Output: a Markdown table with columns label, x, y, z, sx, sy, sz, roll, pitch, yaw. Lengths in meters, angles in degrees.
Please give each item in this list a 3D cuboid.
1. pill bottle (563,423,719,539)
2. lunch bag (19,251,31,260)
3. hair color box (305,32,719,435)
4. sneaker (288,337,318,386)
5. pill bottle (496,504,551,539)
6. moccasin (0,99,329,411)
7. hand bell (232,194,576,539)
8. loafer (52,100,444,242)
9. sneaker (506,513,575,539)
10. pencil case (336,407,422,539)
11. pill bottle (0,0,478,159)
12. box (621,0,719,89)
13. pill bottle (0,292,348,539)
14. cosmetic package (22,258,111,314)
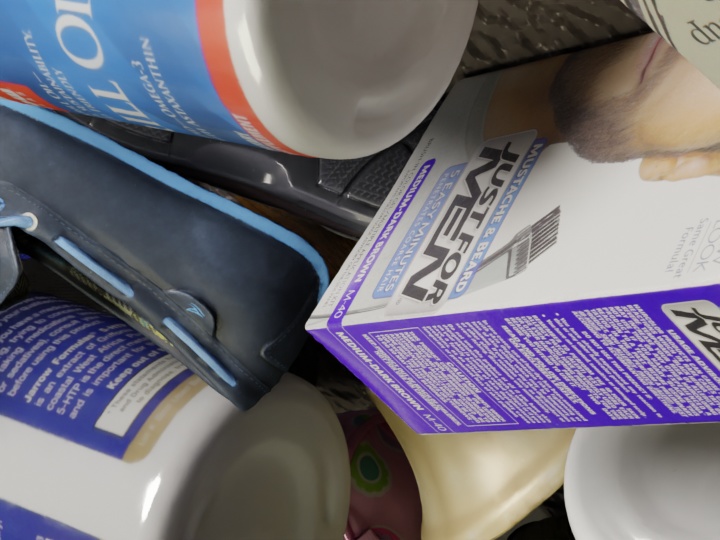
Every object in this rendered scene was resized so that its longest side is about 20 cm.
| label | x | y | z | sx | sy | sz | roll | pitch | yaw |
| --- | --- | --- | --- | --- | --- | --- | --- | --- | --- |
| pill bottle | 0.152 | 0.120 | 0.892 | 0.110 | 0.112 | 0.200 | 15 | 152 | 32 |
| lunch bag | -0.218 | -0.081 | 0.928 | 0.169 | 0.124 | 0.200 | -1 | 134 | 48 |
| hair color box | 0.080 | -0.013 | 0.718 | 0.065 | 0.110 | 0.199 | 44 | 153 | -25 |
| sneaker | -0.100 | 0.024 | 1.086 | 0.199 | 0.074 | 0.087 | 10 | -177 | 25 |
| pill bottle | 0.051 | 0.175 | 1.110 | 0.119 | 0.120 | 0.200 | 23 | 155 | 17 |
| moccasin | -0.109 | -0.017 | 0.798 | 0.199 | 0.069 | 0.080 | 25 | 175 | 4 |
| hand bell | 0.000 | 0.000 | 0.901 | 0.200 | 0.104 | 0.104 | 49 | 154 | -9 |
| loafer | -0.052 | -0.056 | 0.846 | 0.199 | 0.072 | 0.063 | 26 | 160 | 5 |
| sneaker | 0.095 | 0.174 | 0.990 | 0.089 | 0.070 | 0.200 | -22 | 135 | 26 |
| pencil case | -0.047 | 0.110 | 1.020 | 0.199 | 0.088 | 0.087 | -13 | 132 | 43 |
| pill bottle | -0.071 | -0.101 | 0.725 | 0.199 | 0.113 | 0.112 | 12 | 150 | 38 |
| box | 0.058 | -0.130 | 0.566 | 0.200 | 0.069 | 0.082 | 39 | 154 | -15 |
| pill bottle | -0.115 | 0.073 | 0.911 | 0.199 | 0.120 | 0.120 | 17 | 153 | 34 |
| cosmetic package | -0.133 | 0.026 | 1.020 | 0.198 | 0.083 | 0.051 | 0 | -170 | 25 |
